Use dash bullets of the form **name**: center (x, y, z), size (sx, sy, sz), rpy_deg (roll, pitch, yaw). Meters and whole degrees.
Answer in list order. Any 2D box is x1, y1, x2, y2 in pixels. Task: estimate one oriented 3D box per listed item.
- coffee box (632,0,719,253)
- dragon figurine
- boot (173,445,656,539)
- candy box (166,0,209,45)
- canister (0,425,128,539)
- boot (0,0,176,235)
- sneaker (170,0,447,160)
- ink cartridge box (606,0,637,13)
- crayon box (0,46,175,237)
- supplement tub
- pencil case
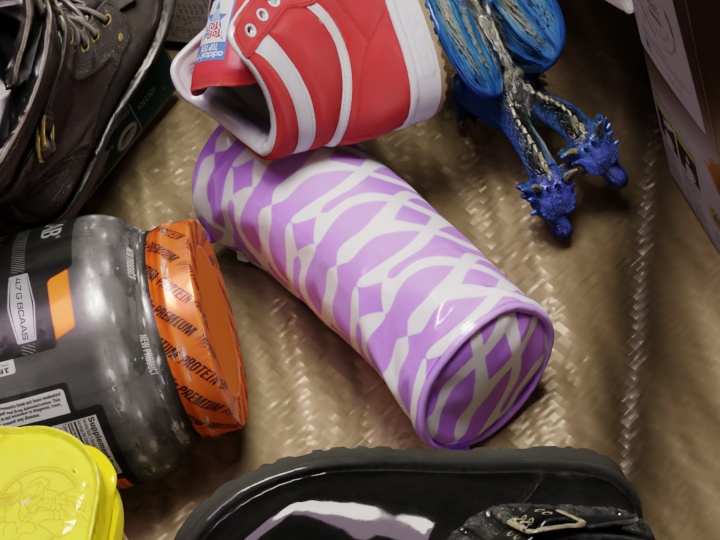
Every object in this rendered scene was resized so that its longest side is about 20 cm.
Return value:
- **coffee box**: center (0.184, -0.104, 1.234), size (0.114, 0.201, 0.080), rpy_deg (-25, 50, -2)
- **dragon figurine**: center (0.058, -0.112, 1.321), size (0.059, 0.201, 0.099), rpy_deg (-30, 12, -10)
- **boot**: center (0.035, 0.130, 1.117), size (0.209, 0.080, 0.158), rpy_deg (-9, 22, -8)
- **candy box**: center (-0.047, -0.180, 1.456), size (0.199, 0.061, 0.137), rpy_deg (7, 55, 21)
- **canister**: center (-0.118, 0.177, 1.109), size (0.086, 0.201, 0.149), rpy_deg (-2, 53, 15)
- **boot**: center (-0.136, -0.105, 1.275), size (0.069, 0.174, 0.201), rpy_deg (14, 82, 5)
- **sneaker**: center (-0.045, -0.147, 1.279), size (0.112, 0.071, 0.201), rpy_deg (-22, 87, -29)
- **ink cartridge box**: center (0.116, -0.213, 1.321), size (0.145, 0.084, 0.200), rpy_deg (-30, 37, -17)
- **crayon box**: center (-0.204, -0.097, 1.441), size (0.199, 0.051, 0.127), rpy_deg (27, 69, 32)
- **supplement tub**: center (-0.157, 0.047, 1.273), size (0.199, 0.123, 0.123), rpy_deg (-14, 50, 5)
- **pencil case**: center (0.000, 0.000, 1.291), size (0.200, 0.084, 0.086), rpy_deg (42, 112, 39)
